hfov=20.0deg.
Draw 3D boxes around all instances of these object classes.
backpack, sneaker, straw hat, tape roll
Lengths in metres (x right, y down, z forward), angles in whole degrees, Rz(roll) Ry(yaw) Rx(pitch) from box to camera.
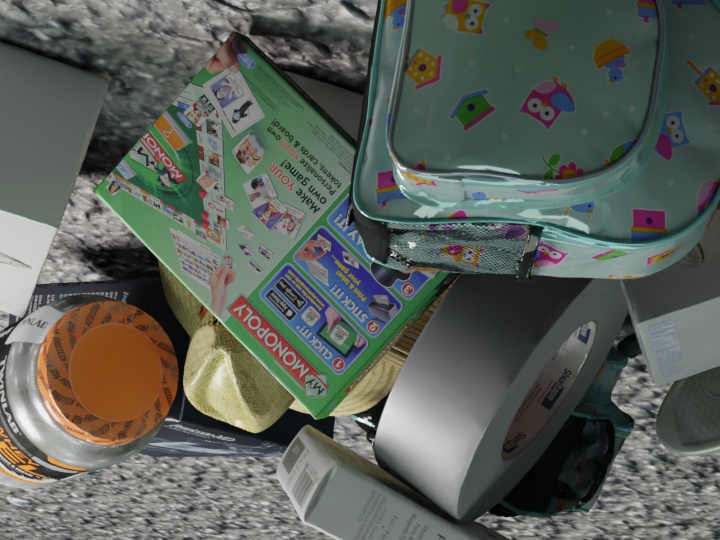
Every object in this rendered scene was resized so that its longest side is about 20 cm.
[{"bbox_3d":[0.102,-0.085,1.067,0.199,0.176,0.153,9,162,-2],"label":"backpack"},{"bbox_3d":[0.288,0.066,1.361,0.071,0.200,0.099,53,-177,27],"label":"sneaker"},{"bbox_3d":[0.109,0.099,1.495,0.176,0.154,0.200,23,175,24],"label":"backpack"},{"bbox_3d":[-0.074,0.060,1.361,0.201,0.085,0.201,22,144,17],"label":"straw hat"},{"bbox_3d":[0.093,0.058,1.281,0.066,0.200,0.200,34,164,17],"label":"tape roll"}]

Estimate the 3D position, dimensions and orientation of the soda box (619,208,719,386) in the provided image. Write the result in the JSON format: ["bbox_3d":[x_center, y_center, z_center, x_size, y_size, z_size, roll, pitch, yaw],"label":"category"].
[{"bbox_3d":[0.254,-0.005,1.201,0.200,0.068,0.063,-18,137,7],"label":"soda box"}]

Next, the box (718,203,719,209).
[{"bbox_3d":[0.213,-0.047,1.254,0.163,0.021,0.200,-10,142,33],"label":"box"}]

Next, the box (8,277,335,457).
[{"bbox_3d":[-0.152,0.083,1.655,0.200,0.118,0.197,-4,165,36],"label":"box"}]

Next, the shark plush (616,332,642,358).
[{"bbox_3d":[0.226,0.022,1.455,0.083,0.091,0.200,38,173,3],"label":"shark plush"}]

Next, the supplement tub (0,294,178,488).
[{"bbox_3d":[-0.209,0.086,1.453,0.122,0.123,0.200,22,159,-21],"label":"supplement tub"}]

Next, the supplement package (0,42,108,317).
[{"bbox_3d":[-0.257,-0.063,1.400,0.117,0.118,0.200,19,157,-9],"label":"supplement package"}]

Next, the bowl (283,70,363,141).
[{"bbox_3d":[-0.023,-0.047,1.370,0.200,0.075,0.200,20,157,-13],"label":"bowl"}]

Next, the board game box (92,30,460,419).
[{"bbox_3d":[-0.048,-0.028,1.234,0.200,0.135,0.029,45,-170,11],"label":"board game box"}]

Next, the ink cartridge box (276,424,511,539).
[{"bbox_3d":[0.046,0.175,1.332,0.200,0.057,0.163,34,178,-9],"label":"ink cartridge box"}]

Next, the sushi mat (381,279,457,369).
[{"bbox_3d":[0.000,0.000,1.298,0.200,0.096,0.012,26,-171,-21],"label":"sushi mat"}]
